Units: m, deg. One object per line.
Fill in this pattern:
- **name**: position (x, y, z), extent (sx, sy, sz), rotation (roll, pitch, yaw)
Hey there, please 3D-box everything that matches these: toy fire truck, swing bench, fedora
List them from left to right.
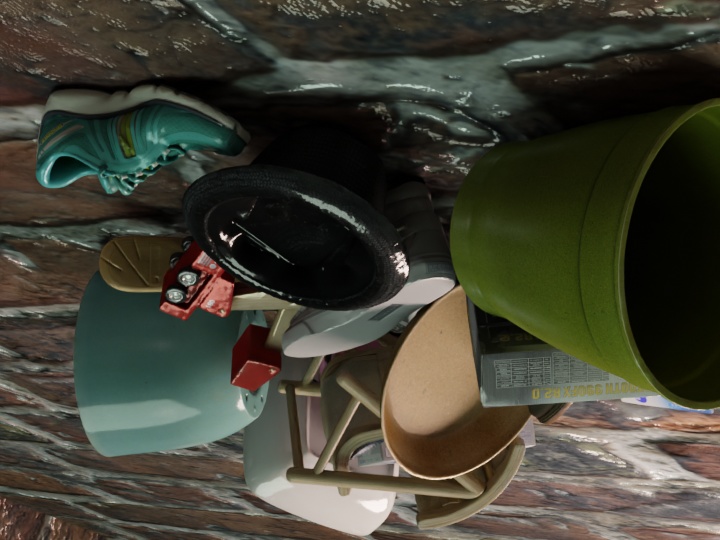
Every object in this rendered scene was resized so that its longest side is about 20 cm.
- **toy fire truck**: position (-0.105, 0.018, 1.385), extent (0.141, 0.049, 0.200), rotation (23, 131, -21)
- **fedora**: position (-0.040, -0.050, 1.186), extent (0.200, 0.092, 0.201), rotation (19, 153, 10)
- **swing bench**: position (0.037, 0.141, 1.484), extent (0.200, 0.130, 0.199), rotation (23, -161, -14)

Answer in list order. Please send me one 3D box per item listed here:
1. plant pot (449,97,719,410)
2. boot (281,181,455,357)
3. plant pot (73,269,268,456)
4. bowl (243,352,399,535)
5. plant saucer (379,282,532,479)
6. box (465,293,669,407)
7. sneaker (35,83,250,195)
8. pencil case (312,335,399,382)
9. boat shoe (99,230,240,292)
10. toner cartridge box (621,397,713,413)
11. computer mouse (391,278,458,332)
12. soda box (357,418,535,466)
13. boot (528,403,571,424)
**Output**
- **plant pot**: position (0.171, -0.020, 1.041), extent (0.200, 0.201, 0.193), rotation (29, 168, -38)
- **boot**: position (0.000, 0.000, 1.278), extent (0.073, 0.096, 0.200), rotation (9, 151, -43)
- **plant pot**: position (-0.185, 0.093, 1.575), extent (0.161, 0.201, 0.201), rotation (-2, 158, 11)
- **bowl**: position (-0.032, 0.186, 1.744), extent (0.199, 0.200, 0.075), rotation (26, 137, -29)
- **plant saucer**: position (0.088, 0.087, 1.327), extent (0.200, 0.200, 0.035), rotation (33, 180, -45)
- **box**: position (0.184, 0.038, 1.159), extent (0.199, 0.158, 0.048), rotation (-4, 117, 1)
- **sneaker**: position (-0.173, -0.095, 1.191), extent (0.200, 0.080, 0.077), rotation (0, 157, 32)
- **pencil case**: position (0.053, 0.119, 1.630), extent (0.200, 0.087, 0.083), rotation (15, -178, -12)
- **boat shoe**: position (-0.149, -0.008, 1.459), extent (0.199, 0.071, 0.069), rotation (8, -172, -7)
- **toner cartridge box**: position (0.284, 0.082, 1.442), extent (0.095, 0.043, 0.200), rotation (7, 160, 21)
- **computer mouse**: position (0.032, 0.005, 1.393), extent (0.109, 0.044, 0.200), rotation (25, 160, -3)
- **soda box**: position (0.095, 0.180, 1.713), extent (0.200, 0.064, 0.068), rotation (-2, 169, -27)
- **boot**: position (0.152, 0.049, 1.304), extent (0.097, 0.075, 0.200), rotation (11, 128, -7)
